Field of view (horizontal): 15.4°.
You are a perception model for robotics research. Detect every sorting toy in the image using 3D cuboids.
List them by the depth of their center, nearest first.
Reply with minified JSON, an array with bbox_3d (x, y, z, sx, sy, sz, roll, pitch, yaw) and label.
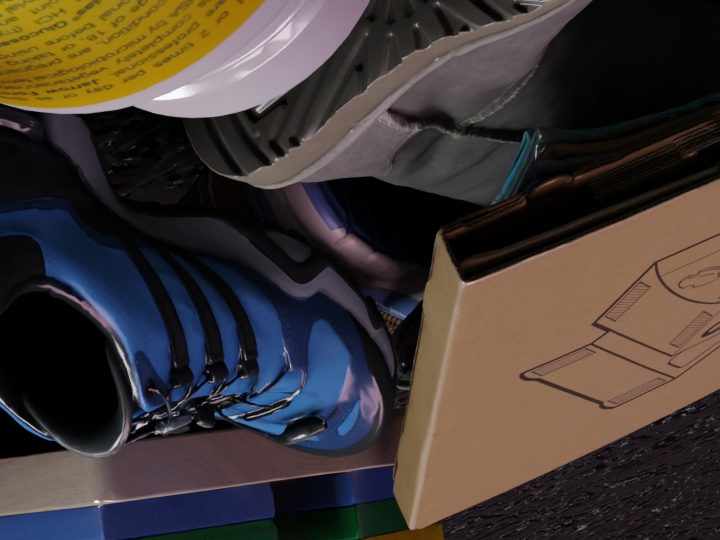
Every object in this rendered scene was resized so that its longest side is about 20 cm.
[{"bbox_3d":[-0.063,0.094,0.940,0.198,0.070,0.199,-4,175,-40],"label":"sorting toy"}]

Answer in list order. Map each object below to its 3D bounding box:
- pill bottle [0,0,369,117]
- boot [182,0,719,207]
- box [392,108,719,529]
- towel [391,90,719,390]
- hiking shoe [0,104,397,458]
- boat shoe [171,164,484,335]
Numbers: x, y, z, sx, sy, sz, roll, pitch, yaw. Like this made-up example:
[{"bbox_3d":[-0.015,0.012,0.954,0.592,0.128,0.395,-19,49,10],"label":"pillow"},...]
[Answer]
[{"bbox_3d":[-0.069,-0.093,0.488,0.112,0.113,0.200,-27,159,15],"label":"pill bottle"},{"bbox_3d":[0.065,-0.069,0.753,0.181,0.073,0.199,-30,156,32],"label":"boot"},{"bbox_3d":[0.090,0.006,0.797,0.163,0.021,0.200,-23,159,-13],"label":"box"},{"bbox_3d":[0.112,-0.024,0.815,0.199,0.022,0.147,-17,159,-25],"label":"towel"},{"bbox_3d":[-0.065,0.022,0.748,0.074,0.087,0.200,-27,139,34],"label":"hiking shoe"},{"bbox_3d":[0.000,0.000,0.878,0.072,0.073,0.200,-24,151,21],"label":"boat shoe"}]
